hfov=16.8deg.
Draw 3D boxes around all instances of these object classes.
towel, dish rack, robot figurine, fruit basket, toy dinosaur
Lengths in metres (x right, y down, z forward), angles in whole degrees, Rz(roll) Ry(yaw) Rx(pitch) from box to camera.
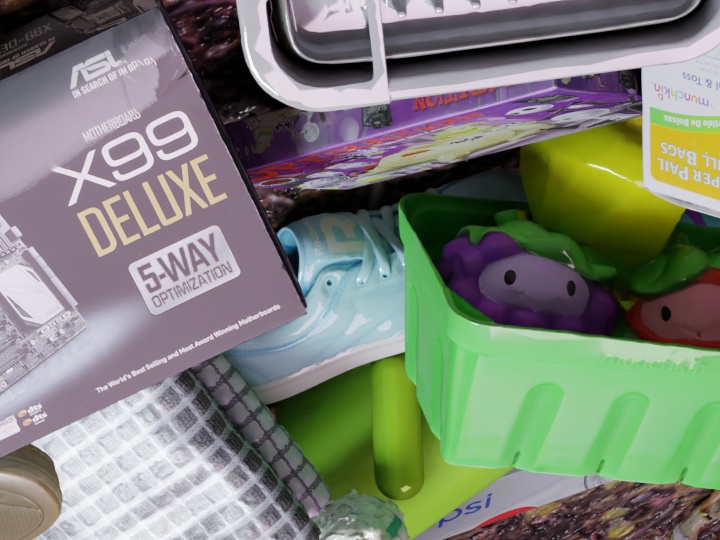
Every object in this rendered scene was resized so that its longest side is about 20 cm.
[{"bbox_3d":[-0.138,0.113,1.209,0.200,0.166,0.086,-34,-164,22],"label":"towel"},{"bbox_3d":[0.046,-0.155,0.929,0.199,0.044,0.172,-7,117,-2],"label":"dish rack"},{"bbox_3d":[0.035,0.071,1.329,0.200,0.116,0.175,-37,166,18],"label":"robot figurine"},{"bbox_3d":[0.124,-0.012,1.172,0.214,0.156,0.217,-6,119,-10],"label":"fruit basket"},{"bbox_3d":[0.306,0.151,1.781,0.199,0.061,0.106,-24,177,8],"label":"toy dinosaur"}]

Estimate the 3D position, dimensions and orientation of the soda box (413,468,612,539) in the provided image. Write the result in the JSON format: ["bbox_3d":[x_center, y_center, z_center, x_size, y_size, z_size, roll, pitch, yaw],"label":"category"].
[{"bbox_3d":[0.082,0.112,1.498,0.199,0.064,0.068,-17,152,-15],"label":"soda box"}]

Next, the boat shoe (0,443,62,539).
[{"bbox_3d":[-0.220,0.093,1.140,0.199,0.065,0.072,-8,135,31],"label":"boat shoe"}]

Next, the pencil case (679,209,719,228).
[{"bbox_3d":[0.210,-0.063,1.267,0.085,0.093,0.200,-21,154,-21],"label":"pencil case"}]

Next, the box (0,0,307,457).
[{"bbox_3d":[-0.143,-0.012,1.028,0.199,0.050,0.158,-25,119,0],"label":"box"}]

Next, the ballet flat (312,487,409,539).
[{"bbox_3d":[-0.055,0.188,1.232,0.200,0.072,0.072,-45,151,2],"label":"ballet flat"}]

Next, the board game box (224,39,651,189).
[{"bbox_3d":[0.034,-0.067,1.080,0.199,0.032,0.120,-12,169,37],"label":"board game box"}]

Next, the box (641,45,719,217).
[{"bbox_3d":[0.186,-0.127,1.003,0.112,0.101,0.201,-31,128,-40],"label":"box"}]

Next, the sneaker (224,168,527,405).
[{"bbox_3d":[0.000,0.000,1.227,0.199,0.074,0.082,-31,148,-1],"label":"sneaker"}]
